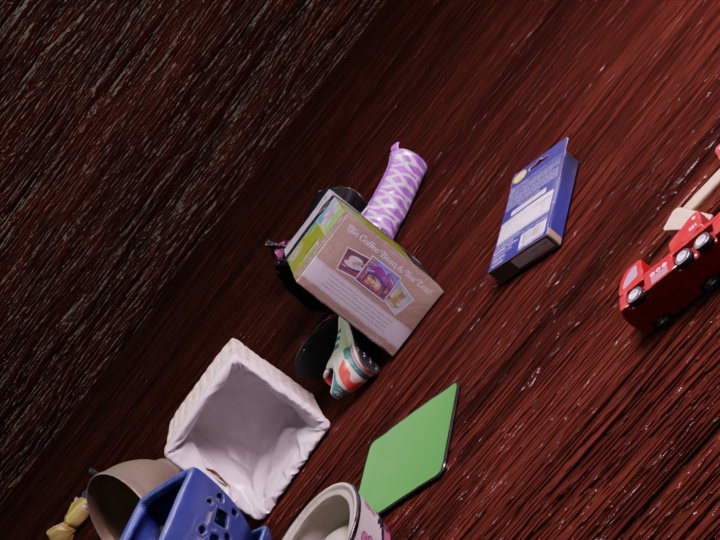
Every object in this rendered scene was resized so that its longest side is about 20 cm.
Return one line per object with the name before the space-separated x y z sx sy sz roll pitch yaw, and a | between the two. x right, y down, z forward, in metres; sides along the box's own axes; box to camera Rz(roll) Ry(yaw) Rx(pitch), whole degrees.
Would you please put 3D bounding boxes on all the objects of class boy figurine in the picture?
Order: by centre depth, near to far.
boy figurine | -0.703 0.591 2.800 0.201 0.064 0.124 -55 19 -14

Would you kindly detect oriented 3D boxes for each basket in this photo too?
basket | -0.186 0.250 1.812 0.201 0.197 0.161 -53 12 2

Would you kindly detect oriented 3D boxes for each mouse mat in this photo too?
mouse mat | 0.057 0.244 1.475 0.200 0.007 0.162 -43 20 38

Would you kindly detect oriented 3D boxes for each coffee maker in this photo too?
coffee maker | -0.063 -0.056 2.090 0.132 0.193 0.202 11 57 23

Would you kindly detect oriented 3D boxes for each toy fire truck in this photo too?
toy fire truck | 0.346 -0.040 1.161 0.200 0.048 0.142 -45 18 32

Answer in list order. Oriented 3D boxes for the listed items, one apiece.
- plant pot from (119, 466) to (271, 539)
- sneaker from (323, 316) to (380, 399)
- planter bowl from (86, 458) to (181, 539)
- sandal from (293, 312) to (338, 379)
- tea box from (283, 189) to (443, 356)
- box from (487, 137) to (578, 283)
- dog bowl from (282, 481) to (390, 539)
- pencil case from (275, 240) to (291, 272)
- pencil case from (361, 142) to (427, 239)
plant pot | -0.253 0.436 1.651 0.199 0.179 0.202 -36 24 47
sneaker | -0.027 0.135 1.808 0.093 0.070 0.200 -44 21 12
planter bowl | -0.385 0.429 2.062 0.134 0.202 0.200 -31 -3 -45
sandal | -0.039 0.106 1.914 0.201 0.075 0.045 -51 9 -16
tea box | 0.000 0.000 1.773 0.134 0.199 0.197 -51 16 5
box | 0.243 -0.086 1.563 0.121 0.032 0.202 -37 25 45
dog bowl | -0.040 0.367 1.385 0.201 0.073 0.201 -49 17 19
pencil case | -0.106 -0.049 2.351 0.199 0.093 0.092 -28 30 55
pencil case | 0.053 -0.134 2.093 0.084 0.085 0.202 -30 28 56
